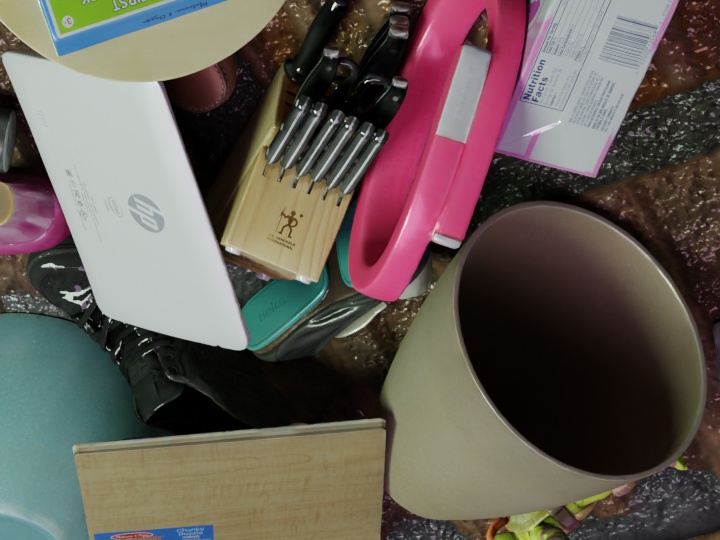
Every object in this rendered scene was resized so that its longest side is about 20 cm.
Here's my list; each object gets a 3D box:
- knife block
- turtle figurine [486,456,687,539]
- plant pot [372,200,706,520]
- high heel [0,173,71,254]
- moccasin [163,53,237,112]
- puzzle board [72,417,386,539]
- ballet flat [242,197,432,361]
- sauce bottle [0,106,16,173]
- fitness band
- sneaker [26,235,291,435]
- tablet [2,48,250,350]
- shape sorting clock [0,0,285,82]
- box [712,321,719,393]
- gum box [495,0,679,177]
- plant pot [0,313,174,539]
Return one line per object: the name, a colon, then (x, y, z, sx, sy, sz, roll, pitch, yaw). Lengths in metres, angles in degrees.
knife block: (-0.034, -0.084, 1.242, 0.064, 0.177, 0.200, 23, 175, -14)
turtle figurine: (0.142, 0.156, 1.389, 0.161, 0.200, 0.064, -41, 94, 6)
plant pot: (0.090, 0.084, 1.307, 0.187, 0.188, 0.200, 26, 143, -17)
high heel: (-0.278, -0.037, 1.311, 0.199, 0.068, 0.096, -7, 173, 25)
moccasin: (-0.147, -0.162, 1.158, 0.073, 0.078, 0.202, -21, 127, 27)
puzzle board: (-0.084, 0.146, 1.329, 0.199, 0.017, 0.151, -4, 144, -4)
ballet flat: (0.000, 0.000, 1.302, 0.068, 0.068, 0.200, 13, 146, -37)
sauce bottle: (-0.315, -0.094, 1.244, 0.199, 0.066, 0.066, 8, 132, 0)
fitness band: (0.043, -0.078, 1.151, 0.037, 0.144, 0.201, 18, 96, -13)
sneaker: (-0.134, 0.056, 1.333, 0.199, 0.105, 0.060, 26, 129, -17)
tablet: (-0.141, -0.041, 1.219, 0.130, 0.014, 0.201, 12, 133, 36)
shape sorting clock: (-0.123, -0.203, 1.096, 0.199, 0.039, 0.202, -1, 97, -12)
box: (0.326, 0.131, 1.327, 0.106, 0.153, 0.200, -23, 126, 24)
gum box: (0.129, -0.159, 1.113, 0.066, 0.114, 0.201, 14, 131, -8)
plant pot: (-0.238, 0.149, 1.406, 0.199, 0.135, 0.201, 3, 132, 3)
